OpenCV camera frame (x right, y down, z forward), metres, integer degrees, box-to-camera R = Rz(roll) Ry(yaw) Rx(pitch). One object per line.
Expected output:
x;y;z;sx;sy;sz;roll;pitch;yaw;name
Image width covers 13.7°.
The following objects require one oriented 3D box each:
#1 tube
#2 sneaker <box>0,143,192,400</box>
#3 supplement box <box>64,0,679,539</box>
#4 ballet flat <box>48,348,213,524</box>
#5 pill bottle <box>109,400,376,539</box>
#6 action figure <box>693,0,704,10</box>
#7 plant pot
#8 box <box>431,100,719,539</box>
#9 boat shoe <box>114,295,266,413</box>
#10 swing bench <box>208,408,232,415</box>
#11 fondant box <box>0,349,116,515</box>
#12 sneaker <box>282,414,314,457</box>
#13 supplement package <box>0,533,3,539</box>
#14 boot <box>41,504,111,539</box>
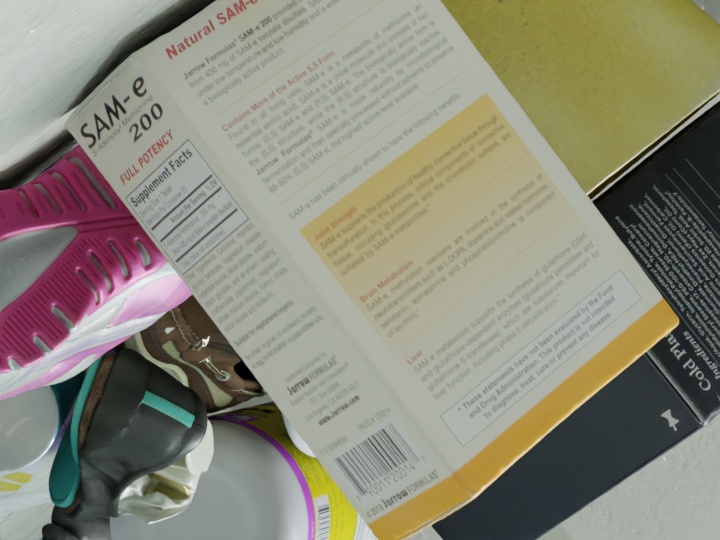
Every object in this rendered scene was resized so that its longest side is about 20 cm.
-0.161;0.061;1.416;0.077;0.050;0.200;-32;-178;0;tube
-0.109;-0.008;1.163;0.200;0.081;0.088;-27;172;-36;sneaker
0.005;-0.018;1.104;0.126;0.200;0.074;-36;180;-34;supplement box
-0.106;0.086;1.394;0.200;0.068;0.068;130;-21;-76;ballet flat
-0.044;0.120;1.547;0.104;0.104;0.200;-39;169;18;pill bottle
0.105;-0.135;1.485;0.102;0.119;0.200;-35;-178;-11;action figure
0.046;-0.080;1.267;0.200;0.142;0.200;-38;177;-2;plant pot
0.122;0.021;1.356;0.182;0.104;0.200;-38;178;-39;box
-0.074;0.014;1.401;0.075;0.075;0.202;-3;162;4;boat shoe
-0.072;0.081;1.852;0.200;0.199;0.130;-38;178;-3;swing bench
-0.153;0.070;1.663;0.144;0.058;0.200;-14;161;-38;fondant box
0.045;0.065;1.517;0.099;0.071;0.200;-9;174;24;sneaker
-0.254;0.200;1.411;0.200;0.147;0.191;-23;175;-12;supplement package
-0.133;0.148;1.592;0.132;0.070;0.200;-68;159;-11;boot
